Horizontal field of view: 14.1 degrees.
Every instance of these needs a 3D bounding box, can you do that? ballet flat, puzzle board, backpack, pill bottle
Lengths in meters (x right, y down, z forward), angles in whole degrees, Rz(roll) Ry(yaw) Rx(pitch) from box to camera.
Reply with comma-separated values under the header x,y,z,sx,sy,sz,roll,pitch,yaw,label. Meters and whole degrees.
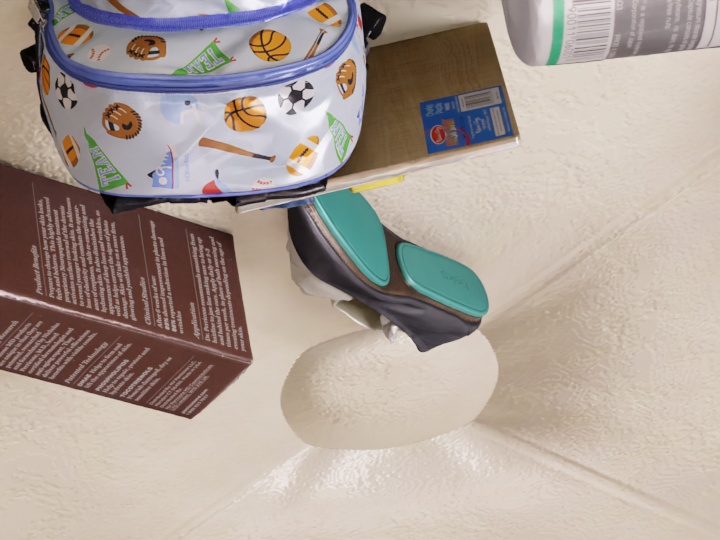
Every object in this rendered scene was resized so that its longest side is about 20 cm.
x,y,z,sx,sy,sz,roll,pitch,yaw,label
0.000,0.000,1.771,0.073,0.073,0.200,-30,143,24,ballet flat
0.005,-0.082,1.566,0.150,0.200,0.017,-12,112,2,puzzle board
-0.079,-0.117,1.485,0.199,0.191,0.155,-10,128,-2,backpack
0.176,-0.173,1.541,0.199,0.113,0.113,-7,144,-7,pill bottle

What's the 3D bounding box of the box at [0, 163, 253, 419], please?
x,y,z,sx,sy,sz,roll,pitch,yaw,label
-0.167,0.011,1.712,0.199,0.100,0.075,19,135,-34,box
